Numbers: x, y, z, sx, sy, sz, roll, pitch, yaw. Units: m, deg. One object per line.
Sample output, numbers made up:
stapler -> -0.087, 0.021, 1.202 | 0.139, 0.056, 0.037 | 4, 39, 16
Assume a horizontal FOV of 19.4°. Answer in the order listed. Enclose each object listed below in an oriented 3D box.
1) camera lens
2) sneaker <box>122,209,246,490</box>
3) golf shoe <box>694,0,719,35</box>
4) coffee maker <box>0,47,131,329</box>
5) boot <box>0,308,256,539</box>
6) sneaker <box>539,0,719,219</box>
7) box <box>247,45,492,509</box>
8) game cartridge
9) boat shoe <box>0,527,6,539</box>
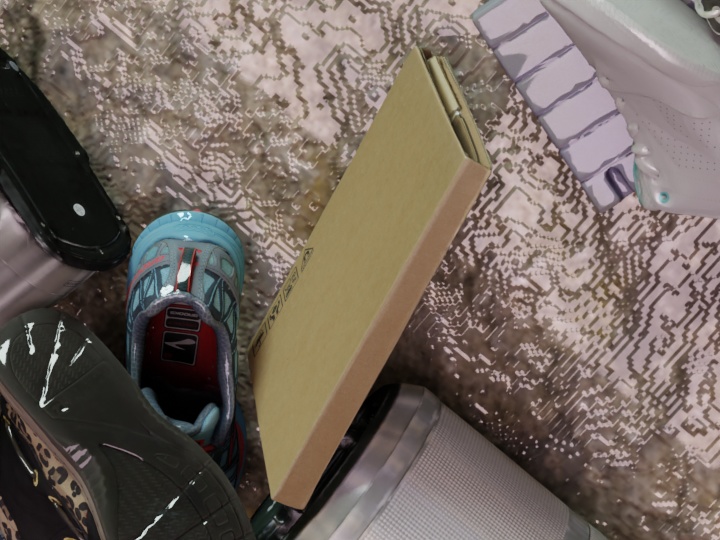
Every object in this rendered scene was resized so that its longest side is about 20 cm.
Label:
camera lens -> 0.041, 0.171, 1.106 | 0.200, 0.160, 0.160 | 39, 108, -3
sneaker -> -0.102, 0.074, 1.123 | 0.079, 0.096, 0.201 | 1, 118, 0
golf shoe -> 0.176, -0.159, 1.003 | 0.199, 0.077, 0.088 | 35, 116, -2
coffee maker -> -0.251, -0.022, 1.127 | 0.200, 0.135, 0.193 | -36, 59, 16
boot -> -0.130, 0.130, 1.095 | 0.200, 0.073, 0.151 | 49, 151, 11
sneaker -> 0.154, -0.073, 1.037 | 0.200, 0.075, 0.089 | 37, 120, -4
box -> 0.000, 0.000, 1.063 | 0.021, 0.164, 0.201 | 24, 110, -17
game cartridge -> 0.170, -0.135, 1.065 | 0.199, 0.038, 0.130 | -32, 95, 16
boat shoe -> -0.252, 0.166, 1.200 | 0.198, 0.068, 0.074 | -1, 106, 9
